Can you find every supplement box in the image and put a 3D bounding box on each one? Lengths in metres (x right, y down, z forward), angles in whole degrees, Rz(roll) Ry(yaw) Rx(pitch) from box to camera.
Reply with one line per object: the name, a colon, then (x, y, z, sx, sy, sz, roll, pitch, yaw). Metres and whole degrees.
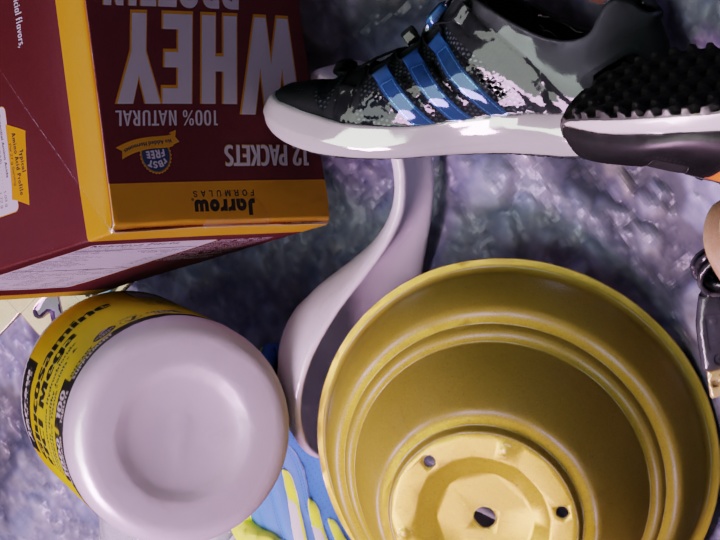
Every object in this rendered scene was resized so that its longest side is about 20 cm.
supplement box: (-0.139, -0.098, 1.282, 0.200, 0.132, 0.198, -14, 82, 47)

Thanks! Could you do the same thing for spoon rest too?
spoon rest: (0.000, 0.000, 1.289, 0.060, 0.099, 0.201, 17, 113, 32)

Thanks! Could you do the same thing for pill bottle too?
pill bottle: (-0.114, 0.070, 1.337, 0.113, 0.112, 0.200, 68, 166, -11)

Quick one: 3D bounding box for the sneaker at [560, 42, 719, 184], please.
sneaker: (0.180, -0.043, 1.076, 0.199, 0.070, 0.090, -3, 116, 27)

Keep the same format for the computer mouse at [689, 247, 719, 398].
computer mouse: (0.210, 0.068, 1.151, 0.140, 0.046, 0.201, -3, 111, 43)

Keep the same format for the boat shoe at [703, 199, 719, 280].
boat shoe: (0.229, 0.024, 1.040, 0.200, 0.071, 0.070, 32, 141, -26)

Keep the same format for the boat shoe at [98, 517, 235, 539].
boat shoe: (-0.080, 0.158, 1.468, 0.200, 0.070, 0.072, 15, 127, 41)

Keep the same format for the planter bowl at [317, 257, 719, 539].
planter bowl: (0.066, 0.101, 1.223, 0.199, 0.083, 0.201, 5, 110, 13)

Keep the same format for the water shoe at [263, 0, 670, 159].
water shoe: (0.049, -0.095, 1.186, 0.199, 0.071, 0.079, 1, 103, 22)

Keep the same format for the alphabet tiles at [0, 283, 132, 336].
alphabet tiles: (-0.201, -0.058, 1.440, 0.200, 0.006, 0.166, 47, 110, 5)

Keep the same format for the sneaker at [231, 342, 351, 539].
sneaker: (-0.021, 0.117, 1.359, 0.200, 0.075, 0.105, 50, 133, 36)

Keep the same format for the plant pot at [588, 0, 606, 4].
plant pot: (0.052, -0.208, 1.064, 0.200, 0.187, 0.187, 38, 137, 0)

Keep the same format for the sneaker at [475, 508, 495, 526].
sneaker: (0.071, 0.193, 1.322, 0.200, 0.099, 0.071, 43, 138, 19)
